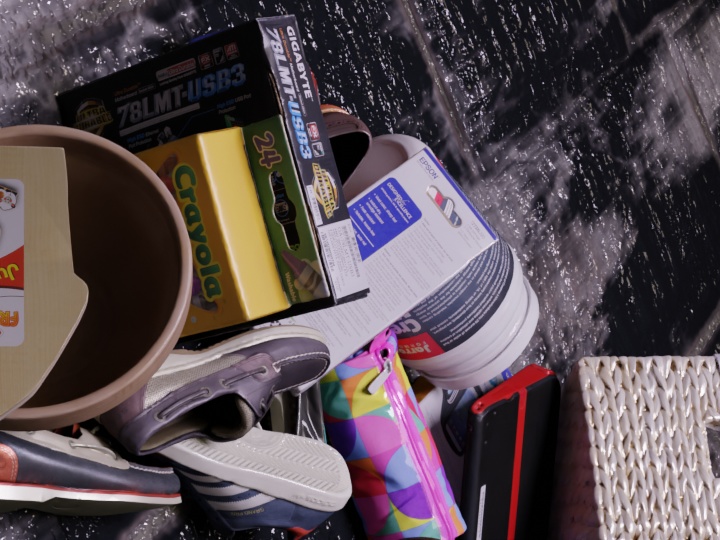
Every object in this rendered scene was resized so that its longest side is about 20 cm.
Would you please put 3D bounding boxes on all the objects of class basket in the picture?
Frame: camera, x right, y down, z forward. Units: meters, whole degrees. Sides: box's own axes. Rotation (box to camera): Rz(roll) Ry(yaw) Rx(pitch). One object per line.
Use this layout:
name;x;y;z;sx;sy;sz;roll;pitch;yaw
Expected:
basket;0.262;0.199;1.570;0.161;0.200;0.198;2;62;-10

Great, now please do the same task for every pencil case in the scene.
pencil case;0.020;0.145;1.402;0.088;0.088;0.200;-36;109;-54

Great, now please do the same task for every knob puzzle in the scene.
knob puzzle;-0.260;0.021;1.003;0.219;0.030;0.220;5;66;-10

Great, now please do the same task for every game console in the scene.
game console;0.127;0.193;1.519;0.177;0.031;0.200;-19;116;-57

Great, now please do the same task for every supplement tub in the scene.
supplement tub;0.049;-0.005;1.444;0.200;0.140;0.140;48;43;-34

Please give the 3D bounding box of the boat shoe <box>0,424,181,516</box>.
boat shoe;-0.195;0.127;1.118;0.200;0.071;0.063;13;65;-48

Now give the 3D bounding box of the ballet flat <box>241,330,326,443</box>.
ballet flat;-0.061;0.085;1.325;0.068;0.068;0.200;6;73;-41

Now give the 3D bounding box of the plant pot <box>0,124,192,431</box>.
plant pot;-0.205;0.015;1.080;0.093;0.201;0.201;97;-2;-65

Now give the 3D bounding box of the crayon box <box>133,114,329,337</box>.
crayon box;-0.128;-0.019;1.144;0.052;0.200;0.126;-17;92;-56

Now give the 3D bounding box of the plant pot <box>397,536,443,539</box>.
plant pot;-0.029;0.279;1.205;0.198;0.200;0.201;16;66;-43

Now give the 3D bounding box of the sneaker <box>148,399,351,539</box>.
sneaker;-0.108;0.146;1.236;0.200;0.085;0.075;27;33;-20

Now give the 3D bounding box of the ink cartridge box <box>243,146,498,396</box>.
ink cartridge box;0.000;0.000;1.305;0.200;0.037;0.095;-37;85;-14

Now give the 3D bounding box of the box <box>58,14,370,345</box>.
box;-0.106;-0.055;1.189;0.050;0.200;0.199;-14;89;-54

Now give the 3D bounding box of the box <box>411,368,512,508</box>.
box;0.089;0.145;1.540;0.200;0.041;0.119;-40;111;-55

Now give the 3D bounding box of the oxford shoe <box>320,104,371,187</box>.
oxford shoe;-0.073;-0.047;1.270;0.200;0.073;0.071;-47;113;-5

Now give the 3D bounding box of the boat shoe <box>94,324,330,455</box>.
boat shoe;-0.095;0.087;1.181;0.200;0.072;0.065;-9;57;-44

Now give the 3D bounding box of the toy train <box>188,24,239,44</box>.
toy train;-0.072;-0.099;1.372;0.116;0.085;0.200;-41;116;-70

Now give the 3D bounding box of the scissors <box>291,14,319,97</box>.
scissors;-0.044;-0.154;1.344;0.200;0.014;0.073;78;6;-54
